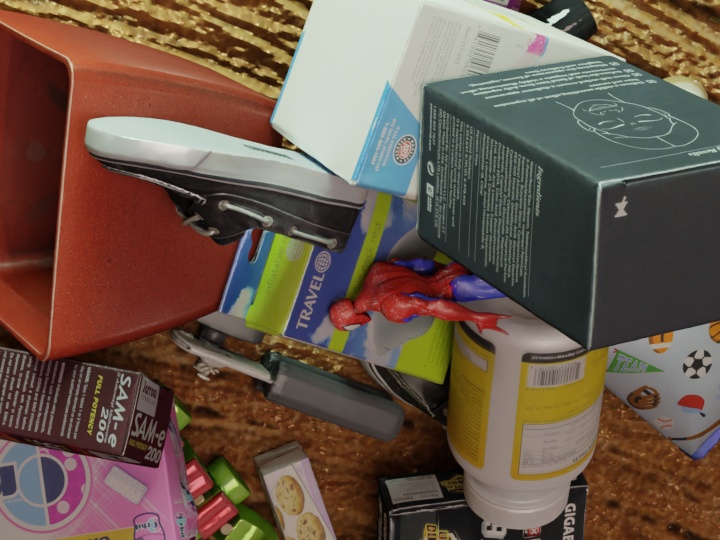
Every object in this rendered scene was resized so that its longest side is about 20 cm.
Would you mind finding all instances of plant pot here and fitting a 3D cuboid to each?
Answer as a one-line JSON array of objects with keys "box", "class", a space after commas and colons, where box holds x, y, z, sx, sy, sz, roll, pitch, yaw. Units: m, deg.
[{"box": [-0.164, -0.064, 1.478, 0.176, 0.200, 0.200, -1, 107, -31], "class": "plant pot"}]

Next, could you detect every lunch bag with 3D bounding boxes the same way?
[{"box": [0.260, 0.017, 1.652, 0.200, 0.124, 0.170, -47, 117, 6], "class": "lunch bag"}]

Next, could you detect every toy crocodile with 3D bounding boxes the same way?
[{"box": [-0.138, 0.150, 1.611, 0.067, 0.062, 0.200, -39, 113, -2], "class": "toy crocodile"}]

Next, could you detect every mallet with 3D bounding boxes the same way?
[{"box": [0.170, -0.114, 1.640, 0.066, 0.041, 0.200, -26, 116, -7], "class": "mallet"}]

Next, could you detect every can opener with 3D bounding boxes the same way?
[{"box": [-0.054, 0.073, 1.618, 0.200, 0.053, 0.067, 26, 97, -22], "class": "can opener"}]

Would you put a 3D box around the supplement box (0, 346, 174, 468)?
[{"box": [-0.237, 0.085, 1.456, 0.199, 0.109, 0.061, 9, 82, 9], "class": "supplement box"}]

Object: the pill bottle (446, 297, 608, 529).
[{"box": [0.120, 0.090, 1.557, 0.112, 0.112, 0.200, -9, 130, -14], "class": "pill bottle"}]

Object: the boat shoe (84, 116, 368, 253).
[{"box": [-0.088, -0.050, 1.371, 0.200, 0.072, 0.068, 11, 103, -34], "class": "boat shoe"}]

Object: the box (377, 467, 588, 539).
[{"box": [0.093, 0.244, 1.687, 0.159, 0.046, 0.200, -5, 123, -10], "class": "box"}]

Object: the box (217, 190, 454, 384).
[{"box": [0.000, 0.000, 1.501, 0.200, 0.048, 0.122, 19, 89, -47], "class": "box"}]

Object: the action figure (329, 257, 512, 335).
[{"box": [0.076, 0.008, 1.460, 0.199, 0.065, 0.052, -12, 127, -7], "class": "action figure"}]

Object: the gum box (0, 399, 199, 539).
[{"box": [-0.218, 0.155, 1.536, 0.199, 0.066, 0.114, -10, 85, 5], "class": "gum box"}]

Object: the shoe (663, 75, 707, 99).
[{"box": [0.181, -0.070, 1.619, 0.200, 0.053, 0.070, -40, 119, 19], "class": "shoe"}]

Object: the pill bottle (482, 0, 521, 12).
[{"box": [0.045, -0.159, 1.545, 0.112, 0.112, 0.200, 16, 102, -21], "class": "pill bottle"}]

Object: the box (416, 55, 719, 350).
[{"box": [0.147, -0.047, 1.305, 0.148, 0.200, 0.107, -11, 115, -26], "class": "box"}]

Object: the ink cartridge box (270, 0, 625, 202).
[{"box": [0.068, -0.114, 1.431, 0.200, 0.125, 0.129, 13, 104, -34], "class": "ink cartridge box"}]

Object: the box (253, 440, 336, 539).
[{"box": [-0.033, 0.230, 1.680, 0.041, 0.039, 0.200, -21, 111, -8], "class": "box"}]

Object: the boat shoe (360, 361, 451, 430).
[{"box": [0.088, 0.095, 1.661, 0.200, 0.064, 0.071, 29, 96, -22], "class": "boat shoe"}]
